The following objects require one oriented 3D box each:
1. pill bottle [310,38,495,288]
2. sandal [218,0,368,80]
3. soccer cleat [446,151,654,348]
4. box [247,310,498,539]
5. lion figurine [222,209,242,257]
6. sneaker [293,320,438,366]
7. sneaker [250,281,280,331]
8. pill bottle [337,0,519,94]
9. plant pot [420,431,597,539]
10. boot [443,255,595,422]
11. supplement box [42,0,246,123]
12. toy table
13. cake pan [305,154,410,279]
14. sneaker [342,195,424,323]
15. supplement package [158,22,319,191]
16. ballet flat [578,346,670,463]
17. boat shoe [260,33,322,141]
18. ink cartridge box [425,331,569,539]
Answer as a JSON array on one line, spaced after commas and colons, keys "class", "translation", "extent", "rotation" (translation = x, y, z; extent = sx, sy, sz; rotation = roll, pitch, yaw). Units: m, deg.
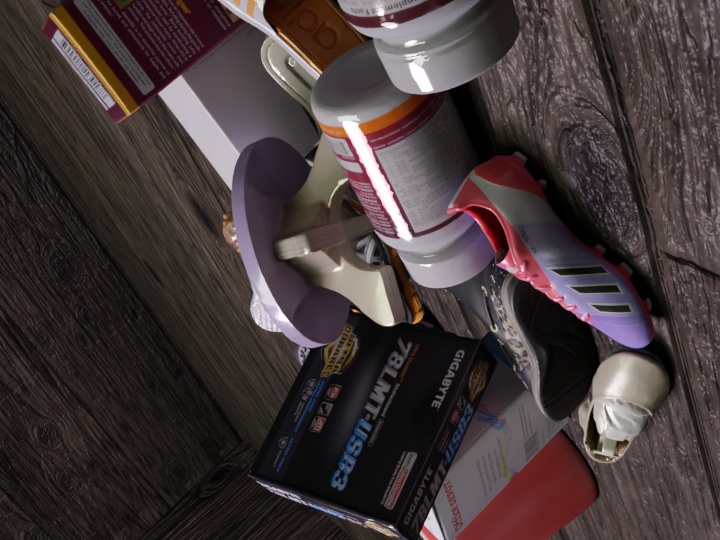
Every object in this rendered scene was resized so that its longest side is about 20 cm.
[{"class": "pill bottle", "translation": [0.044, -0.088, 0.937], "extent": [0.109, 0.109, 0.201], "rotation": [28, 154, 50]}, {"class": "sandal", "translation": [-0.057, -0.237, 0.943], "extent": [0.206, 0.079, 0.059], "rotation": [40, 162, 0]}, {"class": "soccer cleat", "translation": [0.155, -0.005, 0.894], "extent": [0.201, 0.076, 0.067], "rotation": [49, 164, 0]}, {"class": "box", "translation": [0.010, 0.145, 1.084], "extent": [0.196, 0.202, 0.050], "rotation": [9, 153, 42]}, {"class": "lion figurine", "translation": [-0.068, 0.002, 1.250], "extent": [0.073, 0.121, 0.202], "rotation": [-99, -14, -67]}, {"class": "sneaker", "translation": [0.009, 0.078, 1.385], "extent": [0.083, 0.196, 0.073], "rotation": [-78, -14, -62]}, {"class": "sneaker", "translation": [-0.097, -0.035, 1.343], "extent": [0.114, 0.074, 0.203], "rotation": [-84, 1, -58]}, {"class": "pill bottle", "translation": [0.024, -0.220, 0.687], "extent": [0.114, 0.114, 0.201], "rotation": [28, 154, 50]}, {"class": "plant pot", "translation": [0.155, 0.264, 1.324], "extent": [0.200, 0.177, 0.201], "rotation": [43, 162, 17]}, {"class": "boot", "translation": [0.141, 0.041, 1.057], "extent": [0.153, 0.073, 0.205], "rotation": [38, 161, 46]}, {"class": "supplement box", "translation": [-0.175, -0.242, 1.002], "extent": [0.111, 0.200, 0.085], "rotation": [52, 164, -15]}, {"class": "toy table", "translation": [-0.031, -0.036, 1.021], "extent": [0.116, 0.183, 0.203], "rotation": [-15, 105, 40]}, {"class": "cake pan", "translation": [-0.004, -0.058, 1.262], "extent": [0.200, 0.037, 0.201], "rotation": [44, 163, 17]}, {"class": "sneaker", "translation": [0.000, 0.000, 1.179], "extent": [0.078, 0.077, 0.201], "rotation": [25, 150, 56]}, {"class": "supplement package", "translation": [-0.132, -0.195, 1.136], "extent": [0.201, 0.121, 0.119], "rotation": [54, 162, -15]}, {"class": "ballet flat", "translation": [0.236, 0.132, 1.003], "extent": [0.069, 0.069, 0.201], "rotation": [42, 166, 19]}, {"class": "boat shoe", "translation": [-0.022, -0.166, 1.050], "extent": [0.201, 0.071, 0.068], "rotation": [52, -157, -34]}, {"class": "ink cartridge box", "translation": [0.121, 0.169, 1.154], "extent": [0.084, 0.200, 0.145], "rotation": [36, 160, 33]}]
